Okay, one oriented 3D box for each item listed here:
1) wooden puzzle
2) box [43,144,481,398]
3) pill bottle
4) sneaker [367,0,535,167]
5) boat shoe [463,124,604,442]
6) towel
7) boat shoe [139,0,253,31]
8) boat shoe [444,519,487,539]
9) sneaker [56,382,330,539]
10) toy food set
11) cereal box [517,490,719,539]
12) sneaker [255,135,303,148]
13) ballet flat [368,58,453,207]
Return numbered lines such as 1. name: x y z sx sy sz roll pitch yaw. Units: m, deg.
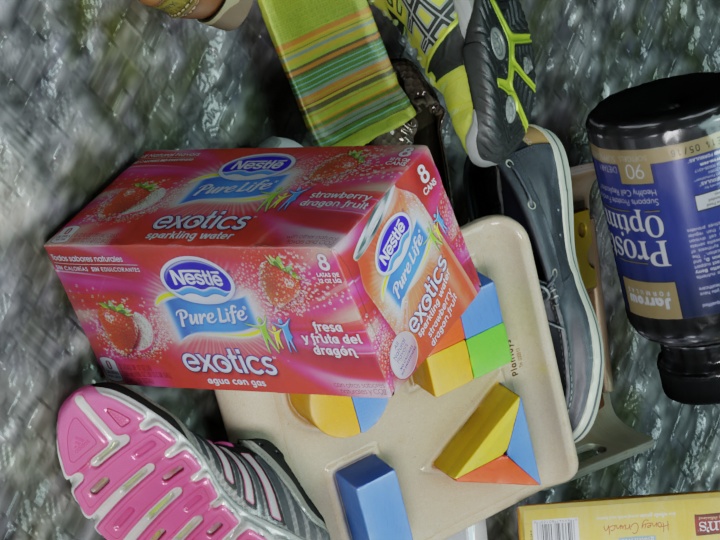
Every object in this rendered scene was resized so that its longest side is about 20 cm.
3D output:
1. wooden puzzle: 0.027 0.086 1.538 0.200 0.046 0.186 -23 118 -16
2. box: -0.052 -0.001 1.408 0.100 0.200 0.096 -47 126 -41
3. pill bottle: 0.220 -0.020 1.754 0.112 0.112 0.200 -33 115 -47
4. sneaker: 0.050 -0.158 1.619 0.075 0.076 0.200 -2 78 -64
5. boat shoe: 0.102 0.011 1.654 0.062 0.075 0.200 -9 91 -41
6. towel: -0.030 -0.167 1.561 0.086 0.018 0.200 -33 105 -48
7. boat shoe: -0.079 -0.236 1.478 0.068 0.072 0.200 15 78 -27
8. boat shoe: 0.021 0.205 1.610 0.068 0.072 0.200 18 84 -50
9. sneaker: -0.087 0.120 1.466 0.200 0.074 0.088 39 22 -23
10. toy food set: 0.139 0.032 1.758 0.143 0.060 0.200 -15 101 -50
11. cereal box: 0.178 0.162 1.677 0.200 0.144 0.040 37 49 -80
12. sneaker: 0.000 0.000 1.572 0.070 0.080 0.200 -55 128 -34
13. ballet flat: 0.039 -0.031 1.645 0.067 0.046 0.200 -17 103 -50
